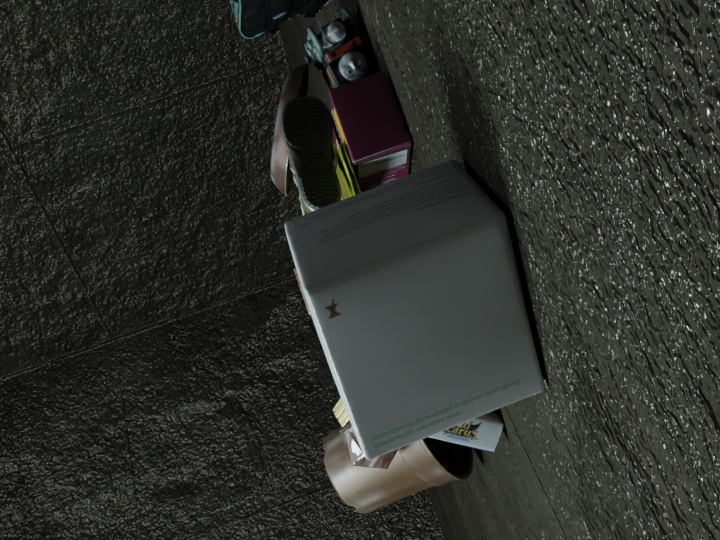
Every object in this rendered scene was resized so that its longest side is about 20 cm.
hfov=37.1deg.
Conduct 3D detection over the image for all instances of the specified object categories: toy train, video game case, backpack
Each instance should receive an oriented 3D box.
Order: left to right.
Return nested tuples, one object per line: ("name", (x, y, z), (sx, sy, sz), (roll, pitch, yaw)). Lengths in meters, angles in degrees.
("backpack", (-0.135, -0.477, 1.636), (0.200, 0.173, 0.155), (102, 146, -75))
("toy train", (-0.026, -0.310, 1.580), (0.115, 0.084, 0.200), (61, 176, -3))
("video game case", (0.083, 0.167, 1.466), (0.200, 0.178, 0.046), (-118, 45, -70))

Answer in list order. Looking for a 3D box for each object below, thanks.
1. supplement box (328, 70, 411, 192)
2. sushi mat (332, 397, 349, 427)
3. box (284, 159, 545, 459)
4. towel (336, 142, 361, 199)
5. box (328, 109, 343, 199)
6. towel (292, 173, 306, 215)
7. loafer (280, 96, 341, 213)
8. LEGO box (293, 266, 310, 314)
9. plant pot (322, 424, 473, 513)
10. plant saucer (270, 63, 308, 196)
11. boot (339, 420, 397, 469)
("supplement box", (0.014, -0.178, 1.502), (0.200, 0.084, 0.112), (86, 166, -75))
("sushi mat", (0.023, 0.191, 1.695), (0.096, 0.012, 0.201), (52, 128, 29))
("box", (0.051, 0.033, 1.060), (0.172, 0.196, 0.203), (-117, 7, -65))
("towel", (-0.019, -0.116, 1.500), (0.200, 0.018, 0.087), (112, 138, -83))
("box", (-0.006, -0.149, 1.641), (0.048, 0.120, 0.203), (-21, 87, 64))
("towel", (-0.075, -0.109, 1.702), (0.200, 0.036, 0.151), (-78, -24, -79))
("loafer", (-0.071, -0.152, 1.488), (0.070, 0.074, 0.203), (100, 165, -60))
("LEGO box", (0.000, 0.000, 1.684), (0.200, 0.147, 0.078), (-16, -94, -75))
("plant pot", (0.056, 0.299, 1.800), (0.200, 0.197, 0.202), (45, -155, -28))
("plant saucer", (-0.110, -0.217, 1.642), (0.200, 0.031, 0.204), (-170, 90, -89))
("boot", (0.074, 0.254, 1.633), (0.186, 0.201, 0.064), (42, -150, 13))
